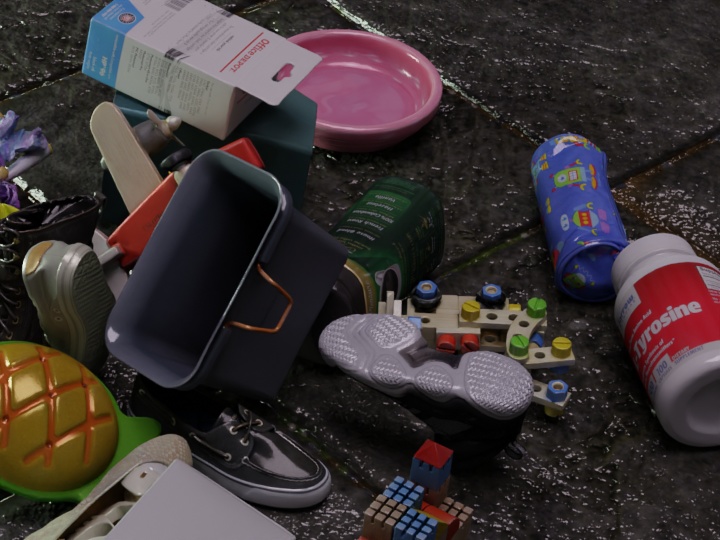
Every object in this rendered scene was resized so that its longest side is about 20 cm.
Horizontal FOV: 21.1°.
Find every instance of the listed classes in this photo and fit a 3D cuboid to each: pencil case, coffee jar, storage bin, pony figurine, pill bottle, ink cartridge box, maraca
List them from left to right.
[{"bbox_3d":[-0.382,-0.073,1.851,0.193,0.167,0.200,-9,31,34],"label":"pony figurine"},{"bbox_3d":[-0.255,0.137,1.626,0.200,0.107,0.137,31,57,-7],"label":"maraca"},{"bbox_3d":[-0.152,-0.199,1.868,0.200,0.068,0.116,26,39,10],"label":"ink cartridge box"},{"bbox_3d":[-0.099,0.019,1.679,0.145,0.200,0.134,27,-1,41],"label":"storage bin"},{"bbox_3d":[0.000,0.000,1.830,0.085,0.104,0.200,17,38,25],"label":"coffee jar"},{"bbox_3d":[0.224,-0.054,1.950,0.087,0.078,0.200,-21,38,11],"label":"pencil case"},{"bbox_3d":[0.302,0.058,1.796,0.112,0.112,0.200,-3,39,-12],"label":"pill bottle"}]

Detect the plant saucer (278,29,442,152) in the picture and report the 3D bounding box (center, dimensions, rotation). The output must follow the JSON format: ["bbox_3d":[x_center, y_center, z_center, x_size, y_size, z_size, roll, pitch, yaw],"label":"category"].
[{"bbox_3d":[-0.012,-0.191,2.110,0.200,0.051,0.201,4,39,-3],"label":"plant saucer"}]

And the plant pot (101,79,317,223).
[{"bbox_3d":[-0.149,-0.127,1.943,0.200,0.141,0.141,10,38,-4],"label":"plant pot"}]

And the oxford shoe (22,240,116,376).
[{"bbox_3d":[-0.252,0.035,1.674,0.058,0.200,0.075,17,60,12],"label":"oxford shoe"}]

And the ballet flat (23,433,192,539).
[{"bbox_3d":[-0.197,0.205,1.566,0.200,0.068,0.062,-40,23,-31],"label":"ballet flat"}]

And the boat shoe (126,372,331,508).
[{"bbox_3d":[-0.116,0.143,1.671,0.200,0.057,0.069,22,41,18],"label":"boat shoe"}]

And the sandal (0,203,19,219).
[{"bbox_3d":[-0.386,-0.012,1.732,0.200,0.087,0.080,-11,85,-24],"label":"sandal"}]

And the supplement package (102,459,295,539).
[{"bbox_3d":[-0.157,0.262,1.454,0.117,0.117,0.200,32,43,9],"label":"supplement package"}]

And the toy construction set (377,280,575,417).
[{"bbox_3d":[0.096,0.065,1.784,0.200,0.092,0.131,14,38,-9],"label":"toy construction set"}]

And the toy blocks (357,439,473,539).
[{"bbox_3d":[0.032,0.227,1.525,0.100,0.137,0.200,24,42,20],"label":"toy blocks"}]

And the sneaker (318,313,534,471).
[{"bbox_3d":[0.056,0.112,1.693,0.200,0.114,0.076,17,49,21],"label":"sneaker"}]

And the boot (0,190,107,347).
[{"bbox_3d":[-0.309,0.023,1.697,0.069,0.174,0.200,34,46,30],"label":"boot"}]

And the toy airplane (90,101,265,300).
[{"bbox_3d":[-0.174,-0.047,1.819,0.199,0.200,0.141,15,21,28],"label":"toy airplane"}]
